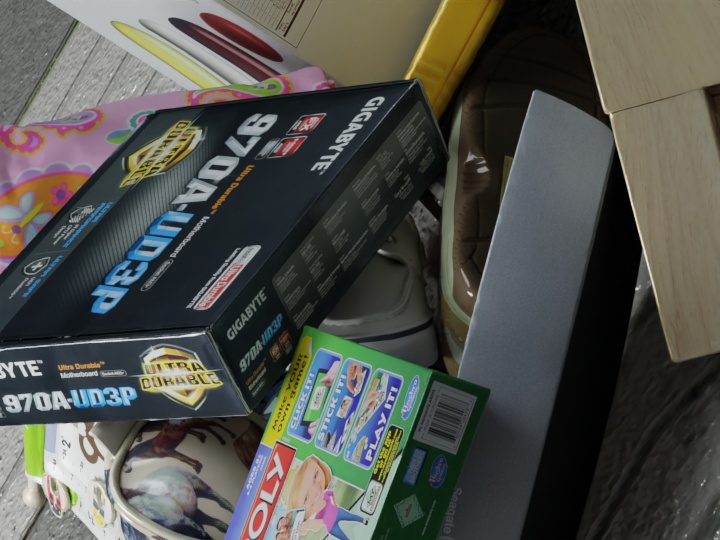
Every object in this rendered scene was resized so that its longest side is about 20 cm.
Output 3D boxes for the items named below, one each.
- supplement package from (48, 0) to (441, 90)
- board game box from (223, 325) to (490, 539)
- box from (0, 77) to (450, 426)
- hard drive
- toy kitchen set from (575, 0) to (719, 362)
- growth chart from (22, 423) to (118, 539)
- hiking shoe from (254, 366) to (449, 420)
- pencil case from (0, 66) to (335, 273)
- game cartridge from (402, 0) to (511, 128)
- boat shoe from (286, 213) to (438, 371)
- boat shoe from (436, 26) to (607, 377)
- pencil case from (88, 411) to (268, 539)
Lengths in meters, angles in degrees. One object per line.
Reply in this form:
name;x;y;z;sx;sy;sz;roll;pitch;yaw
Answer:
supplement package;-0.061;-0.184;1.467;0.191;0.200;0.148;4;66;61
board game box;-0.022;0.127;1.041;0.134;0.029;0.201;15;84;66
box;-0.073;-0.008;1.182;0.158;0.046;0.200;-4;32;36
hard drive;0.073;0.041;1.084;0.042;0.135;0.201;11;78;17
toy kitchen set;0.203;-0.078;1.073;0.199;0.181;0.163;-15;-2;11
growth chart;-0.130;0.098;1.374;0.200;0.018;0.145;34;133;50
hiking shoe;-0.017;0.055;1.279;0.200;0.074;0.087;-14;51;54
pencil case;-0.099;-0.049;1.342;0.087;0.199;0.088;169;90;-78
game cartridge;0.059;-0.132;1.319;0.201;0.032;0.176;-64;-1;-7
boat shoe;0.000;0.000;1.235;0.200;0.072;0.066;-74;-21;-75
boat shoe;0.064;-0.031;1.242;0.200;0.071;0.076;-70;3;-45
pencil case;-0.079;0.127;1.209;0.078;0.089;0.200;-42;-17;-26
